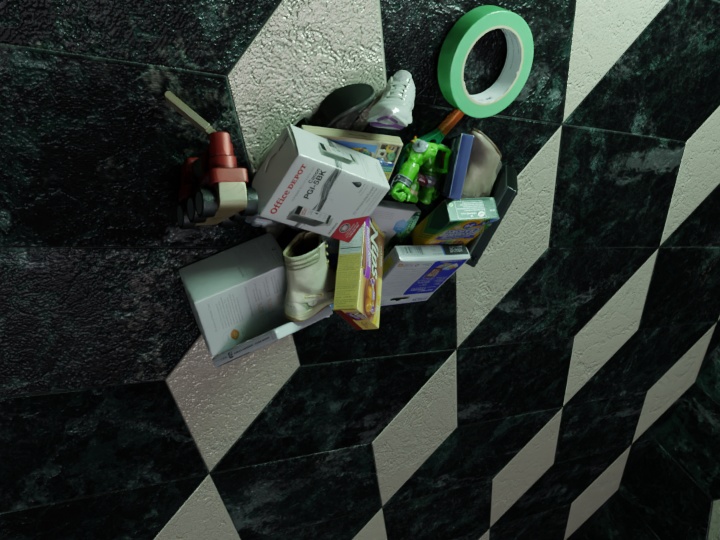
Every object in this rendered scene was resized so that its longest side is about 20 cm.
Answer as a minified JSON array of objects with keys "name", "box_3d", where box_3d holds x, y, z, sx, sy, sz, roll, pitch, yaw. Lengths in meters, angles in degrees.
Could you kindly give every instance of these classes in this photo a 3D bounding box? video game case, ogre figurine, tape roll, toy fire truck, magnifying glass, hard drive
[{"name":"video game case","box_3d":[-0.174,0.130,1.388,0.180,0.024,0.199,-26,178,31]},{"name":"ogre figurine","box_3d":[0.126,-0.196,1.370,0.197,0.098,0.122,6,112,-45]},{"name":"tape roll","box_3d":[0.242,-0.400,1.332,0.197,0.048,0.204,-17,127,-24]},{"name":"toy fire truck","box_3d":[-0.262,-0.180,1.142,0.126,0.175,0.205,-4,86,-30]},{"name":"magnifying glass","box_3d":[0.150,-0.269,1.416,0.200,0.023,0.079,-46,136,10]},{"name":"hard drive","box_3d":[0.293,-0.123,1.550,0.032,0.140,0.202,25,119,-2]}]

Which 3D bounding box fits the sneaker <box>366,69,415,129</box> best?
[{"name":"sneaker","box_3d":[0.057,-0.304,1.226,0.073,0.200,0.102,9,108,6]}]

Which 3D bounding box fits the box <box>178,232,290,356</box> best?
[{"name":"box","box_3d":[-0.234,0.046,1.357,0.197,0.107,0.154,-22,136,-17]}]

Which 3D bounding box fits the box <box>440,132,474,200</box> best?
[{"name":"box","box_3d":[0.190,-0.203,1.359,0.032,0.200,0.124,11,99,2]}]

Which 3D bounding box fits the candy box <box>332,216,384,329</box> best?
[{"name":"candy box","box_3d":[0.000,0.000,1.343,0.055,0.204,0.117,-3,156,22]}]

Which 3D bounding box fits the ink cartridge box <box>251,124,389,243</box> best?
[{"name":"ink cartridge box","box_3d":[-0.071,-0.146,1.216,0.197,0.084,0.147,14,129,-35]}]

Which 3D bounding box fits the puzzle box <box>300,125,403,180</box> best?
[{"name":"puzzle box","box_3d":[-0.032,-0.193,1.267,0.196,0.026,0.134,1,135,-24]}]

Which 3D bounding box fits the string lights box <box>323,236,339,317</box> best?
[{"name":"string lights box","box_3d":[-0.087,0.004,1.456,0.101,0.059,0.203,1,124,-35]}]

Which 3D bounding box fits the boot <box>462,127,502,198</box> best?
[{"name":"boot","box_3d":[0.240,-0.198,1.484,0.148,0.070,0.199,-55,146,0]}]

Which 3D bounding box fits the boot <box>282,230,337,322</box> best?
[{"name":"boot","box_3d":[-0.074,-0.011,1.333,0.199,0.071,0.157,-34,136,-39]}]

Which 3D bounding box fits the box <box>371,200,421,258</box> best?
[{"name":"box","box_3d":[0.033,-0.058,1.502,0.142,0.037,0.203,3,125,-36]}]

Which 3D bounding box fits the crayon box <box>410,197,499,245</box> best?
[{"name":"crayon box","box_3d":[0.193,-0.091,1.489,0.123,0.053,0.200,-5,163,-24]}]

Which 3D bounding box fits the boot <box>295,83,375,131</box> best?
[{"name":"boot","box_3d":[-0.028,-0.237,1.294,0.198,0.070,0.174,-33,138,9]}]

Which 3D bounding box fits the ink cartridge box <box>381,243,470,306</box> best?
[{"name":"ink cartridge box","box_3d":[0.115,0.011,1.544,0.194,0.048,0.200,-5,153,-33]}]

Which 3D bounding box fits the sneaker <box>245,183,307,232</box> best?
[{"name":"sneaker","box_3d":[-0.123,-0.122,1.306,0.196,0.074,0.083,1,124,-27]}]
